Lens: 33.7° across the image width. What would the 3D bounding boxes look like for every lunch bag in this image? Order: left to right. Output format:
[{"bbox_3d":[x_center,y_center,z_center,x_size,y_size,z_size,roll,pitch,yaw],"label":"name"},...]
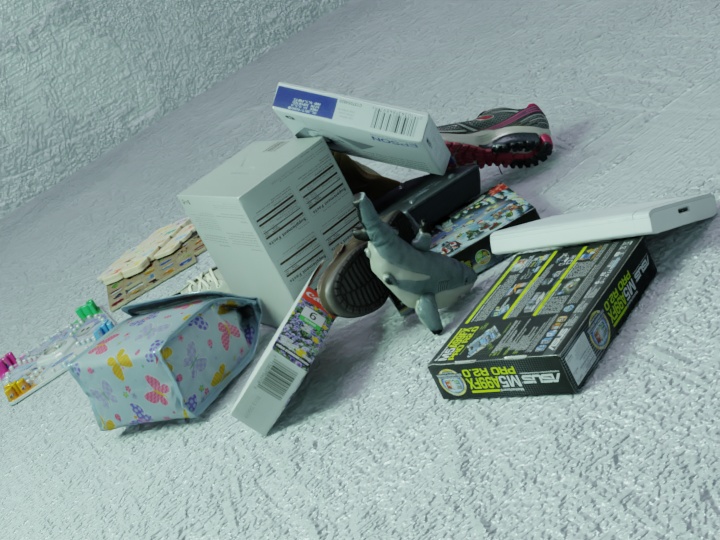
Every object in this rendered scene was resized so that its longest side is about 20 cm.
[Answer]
[{"bbox_3d":[-0.237,0.097,1.491,0.168,0.128,0.200,-11,20,35],"label":"lunch bag"}]

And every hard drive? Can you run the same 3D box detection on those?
[{"bbox_3d":[0.067,-0.084,1.547,0.134,0.043,0.200,-33,11,-22],"label":"hard drive"},{"bbox_3d":[0.253,-0.049,1.253,0.131,0.027,0.199,-15,5,-44],"label":"hard drive"}]

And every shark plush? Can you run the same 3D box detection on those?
[{"bbox_3d":[0.048,-0.023,1.295,0.083,0.200,0.091,-44,27,1],"label":"shark plush"}]

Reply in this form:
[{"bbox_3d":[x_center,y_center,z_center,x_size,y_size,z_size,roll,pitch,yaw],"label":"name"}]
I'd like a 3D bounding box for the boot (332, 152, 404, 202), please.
[{"bbox_3d":[-0.038,-0.128,1.696,0.154,0.199,0.073,18,88,66],"label":"boot"}]

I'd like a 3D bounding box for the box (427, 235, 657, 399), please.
[{"bbox_3d":[0.180,0.046,1.165,0.159,0.044,0.200,-10,27,43],"label":"box"}]

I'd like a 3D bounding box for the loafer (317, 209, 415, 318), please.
[{"bbox_3d":[0.000,0.000,1.374,0.071,0.073,0.200,-17,16,33],"label":"loafer"}]

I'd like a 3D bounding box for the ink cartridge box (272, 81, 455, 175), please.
[{"bbox_3d":[0.009,-0.167,1.485,0.198,0.041,0.200,14,-7,17],"label":"ink cartridge box"}]

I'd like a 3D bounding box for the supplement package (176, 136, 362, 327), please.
[{"bbox_3d":[-0.099,-0.049,1.540,0.147,0.201,0.191,-37,22,-24],"label":"supplement package"}]

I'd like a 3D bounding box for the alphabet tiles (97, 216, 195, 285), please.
[{"bbox_3d":[-0.383,-0.038,2.153,0.194,0.015,0.200,-18,20,32],"label":"alphabet tiles"}]

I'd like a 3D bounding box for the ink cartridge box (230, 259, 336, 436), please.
[{"bbox_3d":[-0.073,0.083,1.341,0.109,0.050,0.200,-56,3,33],"label":"ink cartridge box"}]

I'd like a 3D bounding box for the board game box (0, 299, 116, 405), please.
[{"bbox_3d":[-0.490,0.124,1.904,0.199,0.026,0.200,-35,21,-13],"label":"board game box"}]

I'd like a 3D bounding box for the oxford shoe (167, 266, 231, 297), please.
[{"bbox_3d":[-0.215,0.030,1.685,0.199,0.058,0.075,-35,34,-3],"label":"oxford shoe"}]

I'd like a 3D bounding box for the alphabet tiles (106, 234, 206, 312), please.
[{"bbox_3d":[-0.348,-0.004,2.051,0.199,0.008,0.167,-31,20,-5],"label":"alphabet tiles"}]

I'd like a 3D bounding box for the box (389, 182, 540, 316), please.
[{"bbox_3d":[0.113,-0.029,1.440,0.199,0.040,0.137,-30,19,-1],"label":"box"}]

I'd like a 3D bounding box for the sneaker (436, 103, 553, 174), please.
[{"bbox_3d":[0.155,-0.177,1.595,0.198,0.081,0.075,-3,61,-4],"label":"sneaker"}]
